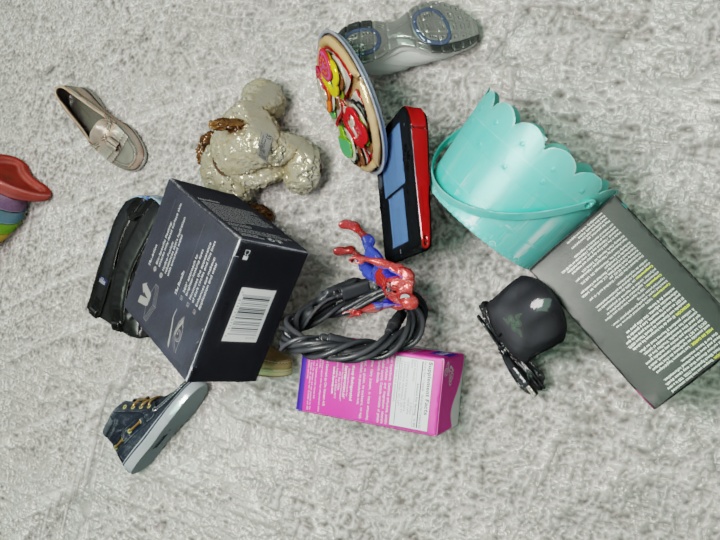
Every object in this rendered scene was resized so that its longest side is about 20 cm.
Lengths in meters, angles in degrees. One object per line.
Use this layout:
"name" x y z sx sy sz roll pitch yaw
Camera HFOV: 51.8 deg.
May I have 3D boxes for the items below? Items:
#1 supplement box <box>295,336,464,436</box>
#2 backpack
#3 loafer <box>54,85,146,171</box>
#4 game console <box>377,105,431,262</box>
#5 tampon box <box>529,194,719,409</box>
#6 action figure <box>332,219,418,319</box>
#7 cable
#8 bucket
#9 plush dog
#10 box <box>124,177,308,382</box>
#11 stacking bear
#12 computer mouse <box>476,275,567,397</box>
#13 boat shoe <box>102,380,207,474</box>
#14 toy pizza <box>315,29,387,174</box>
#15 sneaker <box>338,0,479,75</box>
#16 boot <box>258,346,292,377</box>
"supplement box" 0.028 0.150 0.991 0.199 0.101 0.104 7 90 22
"backpack" -0.324 -0.017 1.136 0.163 0.153 0.201 17 107 39
"loafer" -0.437 -0.237 1.231 0.200 0.063 0.072 44 104 19
"game console" 0.051 -0.104 0.956 0.031 0.200 0.178 0 86 -10
"tampon box" 0.315 0.037 0.849 0.126 0.150 0.200 -42 73 14
"action figure" 0.000 0.000 0.965 0.200 0.099 0.066 42 129 49
"cable" -0.012 0.074 0.962 0.163 0.199 0.051 34 136 46
"bucket" 0.186 -0.107 0.891 0.207 0.207 0.135 44 108 19
"plush dog" -0.175 -0.162 1.086 0.200 0.160 0.172 57 134 17
"box" -0.197 0.012 0.984 0.200 0.117 0.197 37 109 41
"stacking bear" -0.653 -0.090 1.294 0.121 0.114 0.200 42 107 19
"computer mouse" 0.184 0.075 0.879 0.053 0.200 0.139 -28 72 -13
"boat shoe" -0.326 0.220 1.152 0.091 0.071 0.200 45 106 14
"toy pizza" -0.021 -0.219 0.989 0.032 0.200 0.201 -24 76 -12
"sneaker" 0.063 -0.312 1.020 0.199 0.087 0.075 -7 82 4
"boot" -0.168 0.059 1.094 0.199 0.073 0.156 21 98 31
